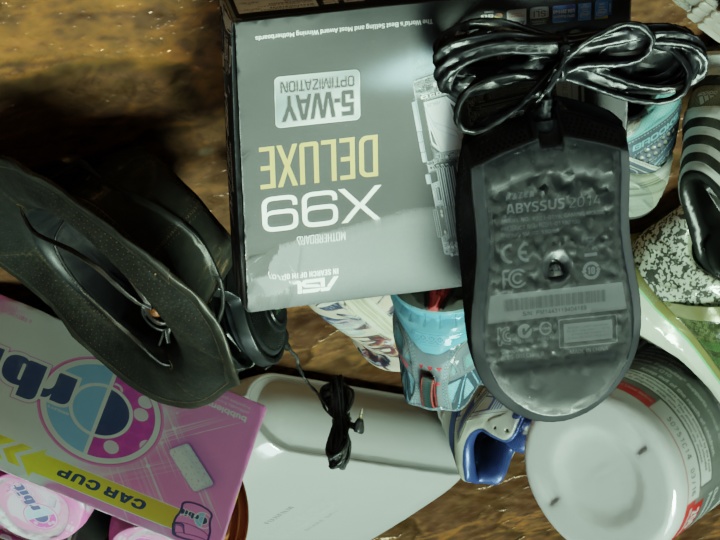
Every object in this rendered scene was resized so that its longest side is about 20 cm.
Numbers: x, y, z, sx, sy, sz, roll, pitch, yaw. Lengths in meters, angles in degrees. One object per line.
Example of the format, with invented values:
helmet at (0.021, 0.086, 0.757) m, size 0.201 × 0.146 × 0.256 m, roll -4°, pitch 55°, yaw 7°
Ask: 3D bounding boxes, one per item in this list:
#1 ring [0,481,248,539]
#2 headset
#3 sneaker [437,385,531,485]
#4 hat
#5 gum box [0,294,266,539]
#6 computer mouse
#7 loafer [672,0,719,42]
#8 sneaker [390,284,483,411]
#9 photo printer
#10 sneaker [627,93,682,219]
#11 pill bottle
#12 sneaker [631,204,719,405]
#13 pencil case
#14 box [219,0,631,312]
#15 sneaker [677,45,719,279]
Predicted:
ring at (-0.162, 0.127, 1.431) m, size 0.199 × 0.201 × 0.019 m, roll 1°, pitch 135°, yaw -24°
headset at (-0.086, 0.052, 1.425) m, size 0.199 × 0.094 × 0.123 m, roll 22°, pitch 140°, yaw -31°
sneaker at (0.117, 0.069, 1.550) m, size 0.075 × 0.089 × 0.200 m, roll 4°, pitch 148°, yaw -25°
hat at (-0.121, -0.016, 1.277) m, size 0.081 × 0.200 × 0.201 m, roll -52°, pitch 164°, yaw -21°
gum box at (-0.166, 0.099, 1.377) m, size 0.199 × 0.114 × 0.066 m, roll 23°, pitch 137°, yaw -6°
computer mouse at (0.095, -0.027, 1.183) m, size 0.138 × 0.201 × 0.053 m, roll -1°, pitch -165°, yaw -12°
loafer at (0.228, -0.130, 1.230) m, size 0.199 × 0.063 × 0.072 m, roll 13°, pitch 145°, yaw -40°
sneaker at (0.061, 0.011, 1.324) m, size 0.079 × 0.200 × 0.096 m, roll 13°, pitch 117°, yaw 20°
photo printer at (-0.053, 0.133, 1.624) m, size 0.199 × 0.070 × 0.166 m, roll 12°, pitch 145°, yaw -40°
sneaker at (0.078, -0.084, 1.273) m, size 0.199 × 0.078 × 0.087 m, roll -1°, pitch 132°, yaw -22°
pill bottle at (0.202, 0.096, 1.531) m, size 0.200 × 0.114 × 0.114 m, roll -27°, pitch 171°, yaw -48°
sneaker at (0.240, 0.032, 1.459) m, size 0.200 × 0.077 × 0.089 m, roll 36°, pitch 132°, yaw -8°
pencil case at (0.000, 0.000, 1.351) m, size 0.077 × 0.090 × 0.200 m, roll -14°, pitch 159°, yaw 16°
box at (0.032, -0.069, 1.198) m, size 0.199 × 0.050 × 0.159 m, roll -6°, pitch 118°, yaw -11°
sneaker at (0.237, -0.029, 1.330) m, size 0.200 × 0.116 × 0.075 m, roll 32°, pitch 159°, yaw -36°
